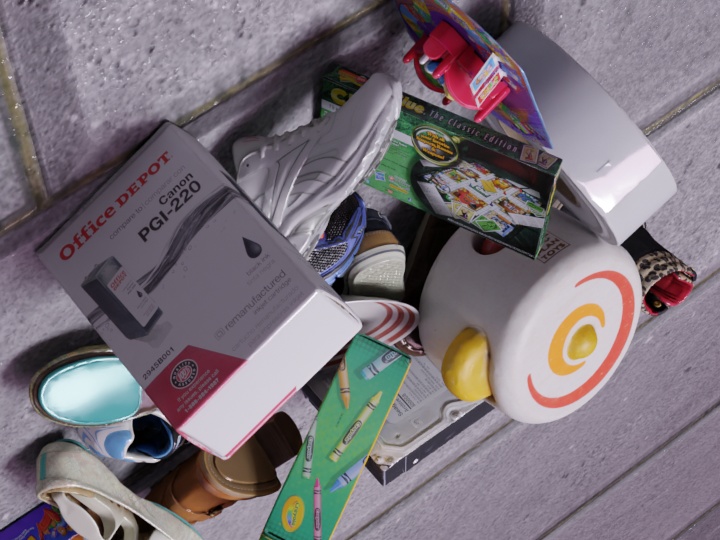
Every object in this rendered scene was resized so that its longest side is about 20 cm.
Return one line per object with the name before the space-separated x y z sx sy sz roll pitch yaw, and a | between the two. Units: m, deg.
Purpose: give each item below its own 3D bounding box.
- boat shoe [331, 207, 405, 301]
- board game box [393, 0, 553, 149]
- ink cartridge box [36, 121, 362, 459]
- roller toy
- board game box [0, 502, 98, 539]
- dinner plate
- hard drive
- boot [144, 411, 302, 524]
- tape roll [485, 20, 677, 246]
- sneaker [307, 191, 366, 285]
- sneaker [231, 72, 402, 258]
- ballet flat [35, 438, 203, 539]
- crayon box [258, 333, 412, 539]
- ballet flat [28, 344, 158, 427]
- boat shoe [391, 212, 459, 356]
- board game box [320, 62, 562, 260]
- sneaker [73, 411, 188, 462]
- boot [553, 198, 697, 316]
boat shoe | 0.000 0.000 1.634 0.074 0.062 0.200 -18 163 -11
board game box | 0.067 -0.151 1.395 0.039 0.158 0.200 -47 154 -6
ink cartridge box | -0.120 0.012 1.331 0.146 0.200 0.085 -45 148 2
roller toy | 0.156 0.038 1.649 0.200 0.140 0.183 18 102 -49
board game box | -0.295 0.294 1.673 0.134 0.045 0.200 -33 152 -20
dinner plate | -0.046 0.055 1.622 0.200 0.024 0.200 -13 164 -4
hard drive | 0.057 0.100 1.772 0.200 0.140 0.038 -33 151 -19
boot | -0.144 0.198 1.650 0.155 0.074 0.200 -32 173 16
tape roll | 0.175 -0.115 1.551 0.071 0.202 0.202 -42 154 0
sneaker | -0.075 -0.014 1.500 0.200 0.075 0.079 -33 148 -24
sneaker | -0.048 -0.082 1.404 0.200 0.099 0.078 -51 179 18
ballet flat | -0.209 0.221 1.576 0.067 0.062 0.200 -30 125 28
crayon box | -0.025 0.167 1.635 0.119 0.058 0.200 109 6 -70
ballet flat | -0.184 0.084 1.492 0.199 0.071 0.071 -7 138 -31
boat shoe | 0.074 -0.023 1.712 0.075 0.075 0.203 28 95 -19
board game box | 0.059 -0.086 1.446 0.023 0.200 0.105 -57 165 -33
sneaker | -0.168 0.134 1.586 0.200 0.072 0.072 -1 130 -58
boot | 0.280 -0.020 1.890 0.073 0.151 0.200 -48 153 10
